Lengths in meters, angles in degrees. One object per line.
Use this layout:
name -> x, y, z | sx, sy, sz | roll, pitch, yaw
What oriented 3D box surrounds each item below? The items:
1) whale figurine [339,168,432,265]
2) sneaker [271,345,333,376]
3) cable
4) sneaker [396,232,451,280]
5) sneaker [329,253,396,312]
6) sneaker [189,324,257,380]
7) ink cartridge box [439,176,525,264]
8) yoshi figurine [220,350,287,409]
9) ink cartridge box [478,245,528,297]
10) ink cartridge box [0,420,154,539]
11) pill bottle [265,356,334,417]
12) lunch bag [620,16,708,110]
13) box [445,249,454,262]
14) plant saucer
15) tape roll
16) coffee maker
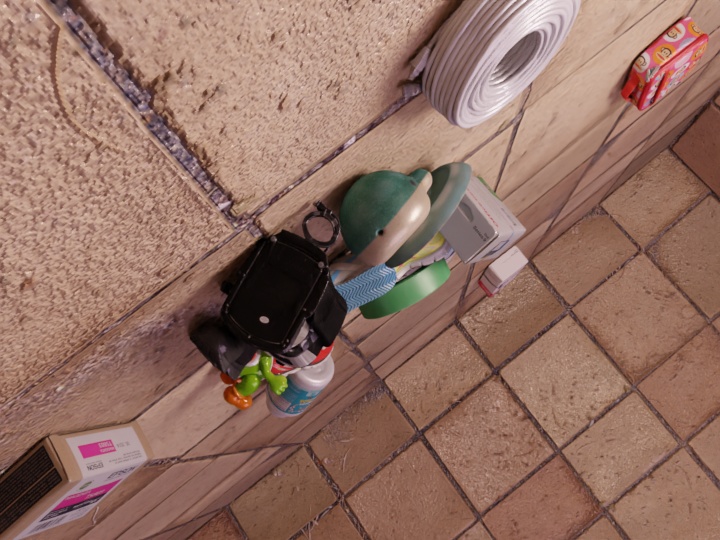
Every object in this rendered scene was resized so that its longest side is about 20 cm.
whale figurine -> 0.032, -0.092, 0.823 | 0.159, 0.103, 0.201 | -47, -173, 23
sneaker -> -0.116, 0.157, 1.182 | 0.198, 0.077, 0.085 | -23, 153, -47
cable -> 0.159, -0.255, 0.661 | 0.199, 0.070, 0.200 | -18, 154, -53
sneaker -> 0.065, -0.039, 1.076 | 0.197, 0.079, 0.091 | -28, 128, 1
sneaker -> -0.040, 0.026, 0.972 | 0.196, 0.081, 0.078 | -20, 120, -4
sneaker -> -0.195, 0.104, 0.878 | 0.091, 0.076, 0.200 | -45, 173, -13
ink cartridge box -> 0.212, -0.099, 1.082 | 0.087, 0.146, 0.199 | -43, 165, 24
yoshi figurine -> -0.157, 0.155, 1.038 | 0.200, 0.112, 0.112 | -47, 179, 19
ink cartridge box -> 0.566, 0.006, 2.319 | 0.144, 0.085, 0.201 | -36, 164, -14
ink cartridge box -> -0.437, 0.315, 0.874 | 0.164, 0.076, 0.200 | -40, 164, 7
pill bottle -> -0.146, 0.256, 1.315 | 0.110, 0.111, 0.201 | -22, 158, -45
lunch bag -> 0.661, -0.446, 1.293 | 0.175, 0.083, 0.200 | -38, 164, 10
box -> 0.190, -0.045, 1.385 | 0.118, 0.042, 0.201 | -27, 158, -38
plant saucer -> 0.093, -0.093, 0.898 | 0.201, 0.027, 0.201 | -49, -165, 18
tape roll -> 0.082, 0.027, 1.165 | 0.198, 0.049, 0.201 | -27, -171, 5
coffee maker -> -0.079, 0.037, 0.810 | 0.191, 0.135, 0.200 | -38, 165, -5
